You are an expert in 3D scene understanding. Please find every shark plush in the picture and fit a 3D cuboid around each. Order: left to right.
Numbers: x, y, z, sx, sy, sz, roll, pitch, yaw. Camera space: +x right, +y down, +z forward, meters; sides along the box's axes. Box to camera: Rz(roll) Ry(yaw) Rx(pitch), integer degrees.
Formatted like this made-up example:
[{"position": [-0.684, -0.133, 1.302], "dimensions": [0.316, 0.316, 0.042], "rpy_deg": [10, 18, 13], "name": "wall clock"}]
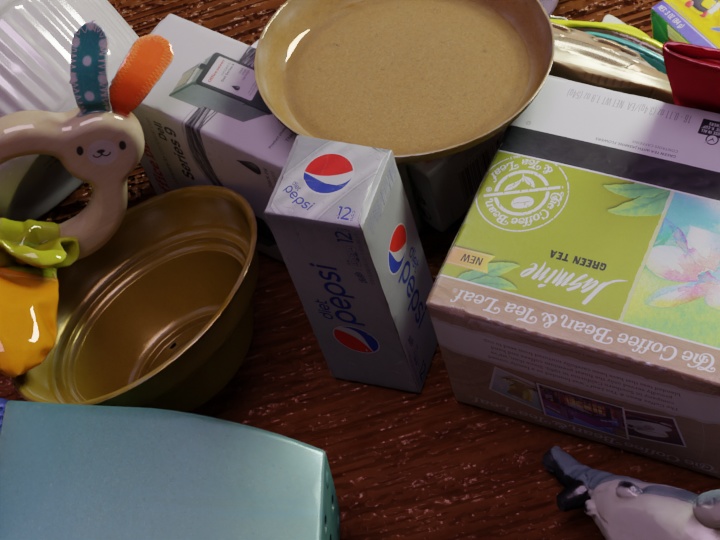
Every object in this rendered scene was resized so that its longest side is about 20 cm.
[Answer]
[{"position": [0.188, 0.163, 1.044], "dimensions": [0.200, 0.083, 0.091], "rpy_deg": [7, 98, 47], "name": "shark plush"}]

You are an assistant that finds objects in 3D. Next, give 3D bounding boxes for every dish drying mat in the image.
[{"position": [0.246, -0.097, 1.123], "dimensions": [0.077, 0.200, 0.018], "rpy_deg": [14, 77, 20], "name": "dish drying mat"}]

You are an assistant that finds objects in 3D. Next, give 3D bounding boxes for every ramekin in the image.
[{"position": [-0.244, -0.124, 1.260], "dimensions": [0.105, 0.200, 0.200], "rpy_deg": [42, 72, 5], "name": "ramekin"}]

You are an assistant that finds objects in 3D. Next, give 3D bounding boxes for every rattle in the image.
[{"position": [-0.195, -0.052, 1.124], "dimensions": [0.200, 0.130, 0.143], "rpy_deg": [-39, 21, 23], "name": "rattle"}]

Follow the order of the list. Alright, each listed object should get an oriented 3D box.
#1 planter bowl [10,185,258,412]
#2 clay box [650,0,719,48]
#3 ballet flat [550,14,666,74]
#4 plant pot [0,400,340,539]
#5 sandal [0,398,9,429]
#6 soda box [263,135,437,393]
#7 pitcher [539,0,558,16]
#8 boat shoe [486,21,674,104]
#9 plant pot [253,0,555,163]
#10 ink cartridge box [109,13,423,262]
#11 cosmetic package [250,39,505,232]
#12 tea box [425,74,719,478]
[{"position": [-0.136, 0.041, 1.170], "dimensions": [0.200, 0.083, 0.201], "rpy_deg": [-23, 37, 18], "name": "planter bowl"}, {"position": [0.330, -0.201, 1.266], "dimensions": [0.200, 0.048, 0.115], "rpy_deg": [-34, 56, -10], "name": "clay box"}, {"position": [0.160, -0.167, 1.277], "dimensions": [0.200, 0.067, 0.067], "rpy_deg": [10, 41, 21], "name": "ballet flat"}, {"position": [-0.116, 0.173, 1.060], "dimensions": [0.200, 0.141, 0.142], "rpy_deg": [-1, 55, 6], "name": "plant pot"}, {"position": [-0.249, 0.160, 1.125], "dimensions": [0.079, 0.087, 0.200], "rpy_deg": [-14, 46, 5], "name": "sandal"}, {"position": [0.000, 0.000, 1.110], "dimensions": [0.068, 0.200, 0.064], "rpy_deg": [9, 59, 21], "name": "soda box"}, {"position": [0.099, -0.270, 1.312], "dimensions": [0.171, 0.121, 0.200], "rpy_deg": [4, 40, 24], "name": "pitcher"}, {"position": [0.175, -0.135, 1.203], "dimensions": [0.200, 0.071, 0.065], "rpy_deg": [20, 48, -15], "name": "boat shoe"}, {"position": [0.029, -0.138, 1.132], "dimensions": [0.200, 0.028, 0.200], "rpy_deg": [-4, 49, 4], "name": "plant pot"}, {"position": [-0.067, -0.081, 1.217], "dimensions": [0.200, 0.146, 0.084], "rpy_deg": [25, 65, 28], "name": "ink cartridge box"}, {"position": [0.021, -0.128, 1.275], "dimensions": [0.101, 0.071, 0.200], "rpy_deg": [-43, 57, -16], "name": "cosmetic package"}, {"position": [0.177, 0.002, 1.107], "dimensions": [0.200, 0.134, 0.197], "rpy_deg": [14, 62, 22], "name": "tea box"}]
